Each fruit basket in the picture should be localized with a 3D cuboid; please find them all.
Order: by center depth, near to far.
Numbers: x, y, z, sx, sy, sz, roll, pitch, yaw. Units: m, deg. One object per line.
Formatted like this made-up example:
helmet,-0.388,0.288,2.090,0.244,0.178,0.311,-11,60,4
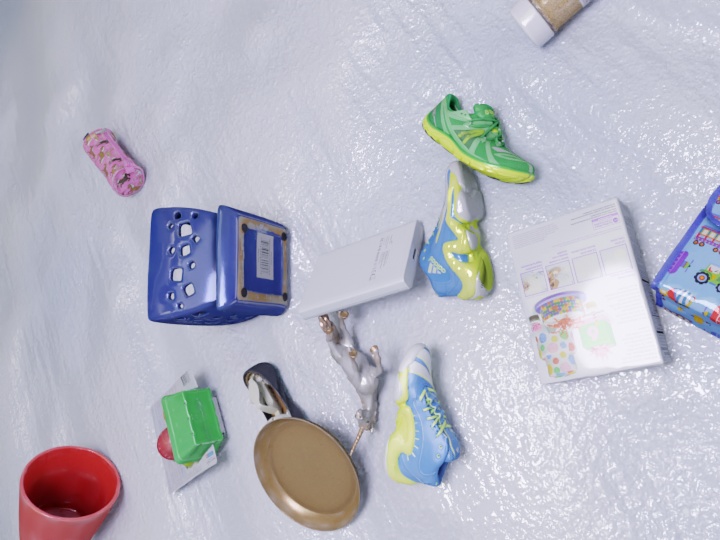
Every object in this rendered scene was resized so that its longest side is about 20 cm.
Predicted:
fruit basket,-0.345,0.316,1.148,0.200,0.093,0.186,-44,59,41

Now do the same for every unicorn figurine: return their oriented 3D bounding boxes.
unicorn figurine,-0.009,0.154,0.911,0.201,0.073,0.138,-111,13,-45

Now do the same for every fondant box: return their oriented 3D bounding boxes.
fondant box,0.279,0.030,0.734,0.144,0.058,0.202,-19,72,33

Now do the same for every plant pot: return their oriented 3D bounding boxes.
plant pot,-0.084,0.320,0.940,0.199,0.027,0.202,9,111,25
plant pot,-0.238,-0.008,1.037,0.179,0.200,0.202,-6,80,28
plant pot,-0.640,0.513,1.270,0.200,0.200,0.178,41,117,33

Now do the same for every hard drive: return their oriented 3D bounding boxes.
hard drive,0.000,0.000,0.920,0.199,0.026,0.132,-19,37,33

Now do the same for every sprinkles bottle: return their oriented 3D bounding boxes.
sprinkles bottle,0.295,-0.390,0.774,0.200,0.068,0.069,-39,63,25

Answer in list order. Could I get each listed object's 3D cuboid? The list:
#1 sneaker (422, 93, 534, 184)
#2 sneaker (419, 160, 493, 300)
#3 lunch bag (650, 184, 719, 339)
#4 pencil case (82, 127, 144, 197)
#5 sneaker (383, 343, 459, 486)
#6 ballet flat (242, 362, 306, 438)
sneaker,0.169,-0.190,0.835,0.200,0.074,0.084,44,113,32
sneaker,0.123,-0.053,0.848,0.104,0.075,0.202,-14,76,35
lunch bag,0.434,-0.020,0.622,0.150,0.094,0.201,34,91,35
pencil case,-0.582,-0.257,1.391,0.083,0.087,0.200,-39,58,-9
sneaker,0.099,0.209,0.832,0.104,0.076,0.202,12,98,26
ballet flat,-0.145,0.243,1.008,0.073,0.073,0.200,-47,60,21
